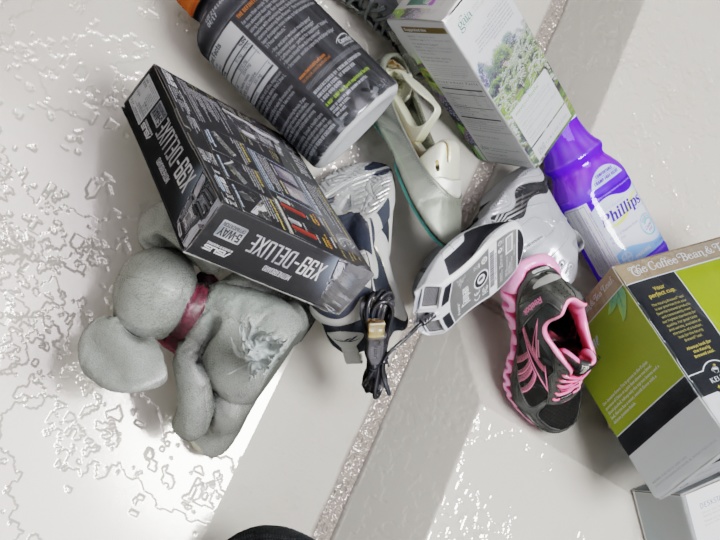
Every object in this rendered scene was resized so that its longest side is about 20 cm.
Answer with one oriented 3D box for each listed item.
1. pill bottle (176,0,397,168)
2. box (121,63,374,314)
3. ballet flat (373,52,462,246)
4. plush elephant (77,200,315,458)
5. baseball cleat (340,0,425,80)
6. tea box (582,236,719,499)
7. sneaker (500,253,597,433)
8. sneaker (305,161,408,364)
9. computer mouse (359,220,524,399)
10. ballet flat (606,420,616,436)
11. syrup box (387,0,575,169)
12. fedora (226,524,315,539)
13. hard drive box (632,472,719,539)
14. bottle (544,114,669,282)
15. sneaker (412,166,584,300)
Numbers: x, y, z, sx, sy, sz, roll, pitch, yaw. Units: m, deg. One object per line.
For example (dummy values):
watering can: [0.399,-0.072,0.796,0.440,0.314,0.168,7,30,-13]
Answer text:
pill bottle: [-0.070,-0.195,0.853,0.200,0.106,0.106,46,66,0]
box: [-0.092,-0.066,0.769,0.158,0.200,0.050,25,114,-43]
ballet flat: [0.056,-0.119,0.901,0.067,0.064,0.200,3,56,-56]
plush elephant: [-0.134,0.041,0.773,0.155,0.200,0.165,33,76,2]
baseball cleat: [0.034,-0.249,0.942,0.200,0.070,0.107,12,76,-23]
tea box: [0.341,0.086,0.949,0.200,0.134,0.197,-13,61,-27]
sneaker: [0.188,0.086,0.917,0.079,0.095,0.200,-25,123,-17]
sneaker: [0.000,0.000,0.889,0.079,0.130,0.199,-6,42,8]
computer mouse: [0.068,0.019,0.846,0.200,0.044,0.110,-37,140,-28]
ballet flat: [0.348,0.131,1.035,0.200,0.068,0.067,-4,76,-28]
syrup box: [0.119,-0.194,0.923,0.079,0.081,0.200,-54,129,-15]
fedora: [-0.057,0.307,0.780,0.092,0.200,0.201,16,72,-57]
hard drive box: [0.394,0.308,1.020,0.156,0.077,0.200,-12,88,-27]
bottle: [0.249,-0.077,1.018,0.084,0.065,0.200,-33,96,-27]
sneaker: [0.144,-0.008,0.952,0.115,0.075,0.200,48,63,-9]
